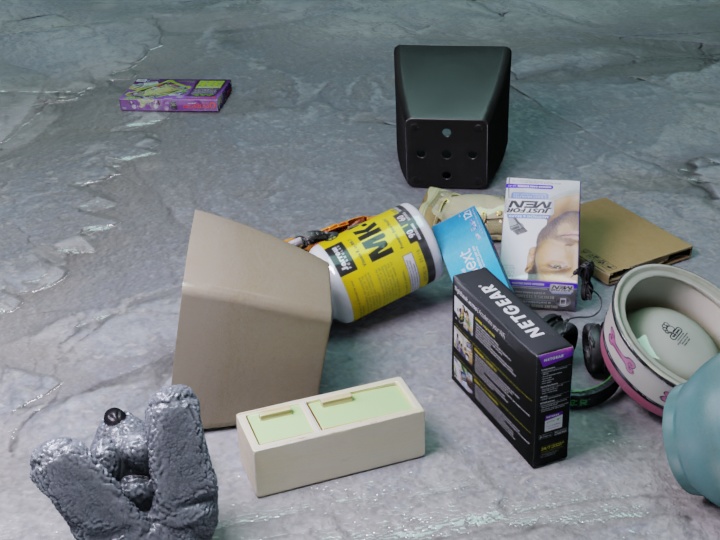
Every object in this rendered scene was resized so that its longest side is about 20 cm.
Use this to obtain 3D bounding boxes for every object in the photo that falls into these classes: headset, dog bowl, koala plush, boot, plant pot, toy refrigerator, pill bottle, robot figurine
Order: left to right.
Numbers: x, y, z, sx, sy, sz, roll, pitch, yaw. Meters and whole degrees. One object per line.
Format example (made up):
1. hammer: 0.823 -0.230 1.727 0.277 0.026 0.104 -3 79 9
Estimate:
1. koala plush: -0.235 0.213 1.227 0.176 0.185 0.200 -23 12 -14
2. plant pot: -0.130 0.067 1.434 0.175 0.201 0.200 7 28 -6
3. toy refrigerator: -0.033 0.181 1.330 0.198 0.070 0.076 -11 30 -16
4. robot figurine: -0.040 -0.031 1.686 0.199 0.059 0.145 -17 -9 -20
5. pill bottle: 0.000 0.000 1.586 0.199 0.115 0.114 -26 34 -13
6. plant pot: 0.148 -0.243 1.990 0.198 0.201 0.178 3 42 7
7. boot: 0.163 -0.063 1.770 0.154 0.073 0.200 5 26 10
8. headset: 0.268 0.081 1.473 0.122 0.095 0.201 8 41 16
9. dog bowl: 0.372 0.091 1.405 0.198 0.074 0.201 13 46 -13
10. plant pot: 0.398 0.168 1.234 0.133 0.202 0.200 -13 17 39

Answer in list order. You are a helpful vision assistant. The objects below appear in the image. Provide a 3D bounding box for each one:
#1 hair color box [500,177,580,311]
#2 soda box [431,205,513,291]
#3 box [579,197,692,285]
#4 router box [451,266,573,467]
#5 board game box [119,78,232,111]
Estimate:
1. hair color box: 0.252 -0.040 1.667 0.108 0.065 0.201 3 50 8
2. soda box: 0.157 0.014 1.556 0.067 0.064 0.201 -25 46 9
3. box: 0.368 -0.048 1.777 0.162 0.021 0.200 -16 32 -25
4. router box: 0.170 0.108 1.371 0.051 0.150 0.200 -13 31 -19
5. board game box: -0.365 -0.349 2.360 0.198 0.033 0.120 2 25 8
